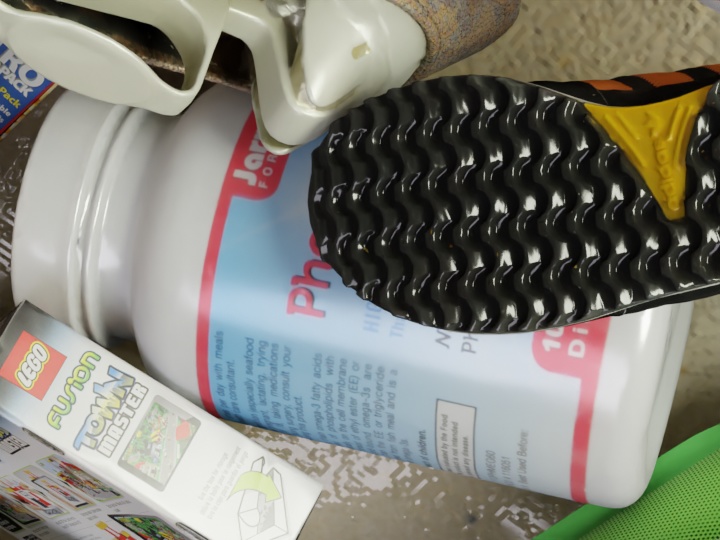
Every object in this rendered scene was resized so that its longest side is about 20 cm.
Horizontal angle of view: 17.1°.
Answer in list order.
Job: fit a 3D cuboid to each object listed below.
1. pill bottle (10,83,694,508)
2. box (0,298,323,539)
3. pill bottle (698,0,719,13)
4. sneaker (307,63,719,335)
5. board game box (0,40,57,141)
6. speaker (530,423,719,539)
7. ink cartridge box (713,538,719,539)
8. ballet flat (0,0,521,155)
[{"bbox_3d":[0.000,0.000,0.736,0.199,0.109,0.109,12,129,11],"label":"pill bottle"},{"bbox_3d":[-0.093,0.067,0.800,0.110,0.035,0.200,33,162,-11],"label":"box"},{"bbox_3d":[0.058,-0.144,0.553,0.112,0.113,0.200,-29,140,35],"label":"pill bottle"},{"bbox_3d":[0.085,-0.022,0.644,0.199,0.090,0.070,-7,86,29],"label":"sneaker"},{"bbox_3d":[-0.106,-0.144,0.707,0.151,0.046,0.200,44,128,-14],"label":"board game box"},{"bbox_3d":[0.095,0.111,0.743,0.200,0.089,0.089,-33,113,3],"label":"speaker"},{"bbox_3d":[0.183,0.149,0.667,0.199,0.129,0.126,-7,127,-17],"label":"ink cartridge box"},{"bbox_3d":[-0.040,-0.069,0.670,0.199,0.068,0.068,9,145,-27],"label":"ballet flat"}]
